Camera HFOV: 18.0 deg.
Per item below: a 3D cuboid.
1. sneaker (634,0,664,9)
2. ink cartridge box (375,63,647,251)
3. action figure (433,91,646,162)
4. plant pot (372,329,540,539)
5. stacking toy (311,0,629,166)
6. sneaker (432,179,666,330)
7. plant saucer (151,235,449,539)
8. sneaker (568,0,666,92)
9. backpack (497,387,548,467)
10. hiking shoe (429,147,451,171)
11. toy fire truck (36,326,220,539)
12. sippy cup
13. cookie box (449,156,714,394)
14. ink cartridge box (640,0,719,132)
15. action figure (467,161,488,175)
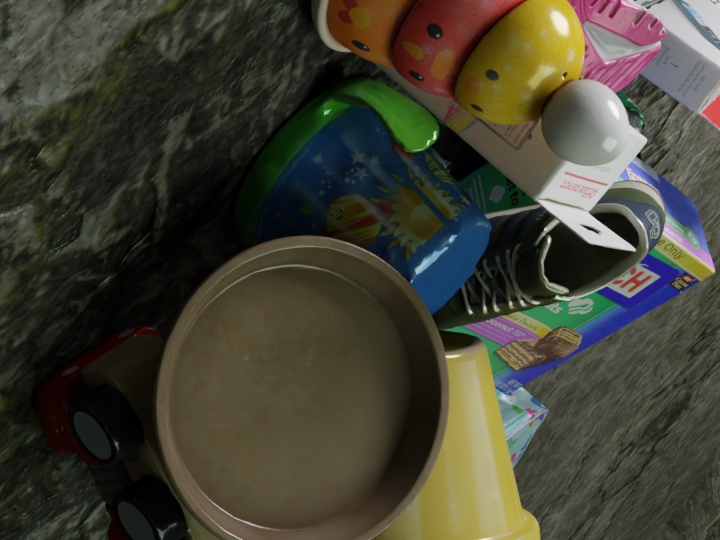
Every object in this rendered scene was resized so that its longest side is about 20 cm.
[{"bbox_3d":[0.220,-0.262,1.628,0.200,0.076,0.088,-35,129,-14],"label":"sneaker"},{"bbox_3d":[0.108,-0.100,1.463,0.067,0.200,0.117,-52,161,12],"label":"ink cartridge box"},{"bbox_3d":[0.155,-0.110,1.677,0.118,0.055,0.200,-42,141,18],"label":"action figure"},{"bbox_3d":[0.020,0.141,1.533,0.201,0.201,0.189,-13,103,-59],"label":"plant pot"},{"bbox_3d":[0.082,-0.136,1.330,0.146,0.200,0.146,-38,157,-19],"label":"stacking toy"},{"bbox_3d":[0.112,-0.006,1.543,0.200,0.067,0.090,-20,-170,8],"label":"sneaker"},{"bbox_3d":[-0.038,0.078,1.403,0.200,0.200,0.029,-41,-162,-19],"label":"plant saucer"},{"bbox_3d":[0.118,-0.193,1.498,0.081,0.088,0.200,-44,139,4],"label":"sneaker"},{"bbox_3d":[0.046,0.141,1.911,0.200,0.151,0.178,-19,148,-47],"label":"backpack"},{"bbox_3d":[0.000,0.000,1.623,0.200,0.074,0.087,-49,161,3],"label":"hiking shoe"},{"bbox_3d":[-0.143,0.121,1.486,0.129,0.176,0.200,-35,-160,-33],"label":"toy fire truck"},{"bbox_3d":[0.009,-0.035,1.489,0.140,0.130,0.178,-48,161,0],"label":"sippy cup"},{"bbox_3d":[0.132,-0.010,1.687,0.200,0.075,0.171,-33,137,25],"label":"cookie box"},{"bbox_3d":[0.281,-0.152,1.720,0.045,0.176,0.200,-55,173,24],"label":"ink cartridge box"},{"bbox_3d":[0.159,-0.089,1.771,0.200,0.065,0.099,-47,128,1],"label":"action figure"}]
